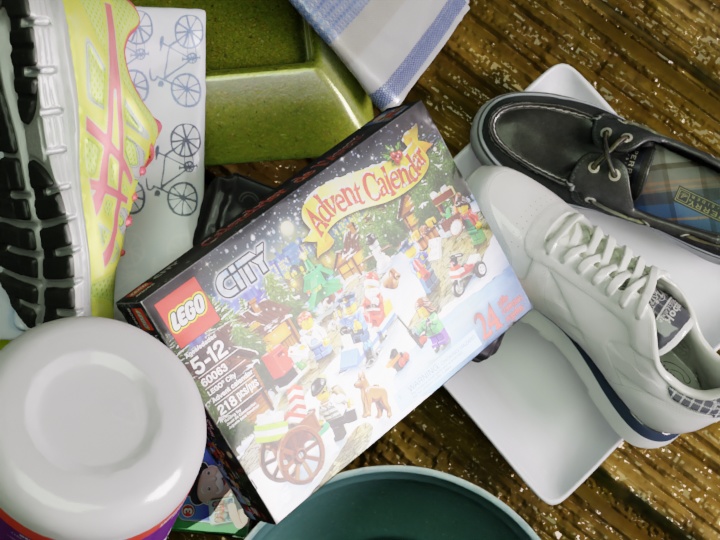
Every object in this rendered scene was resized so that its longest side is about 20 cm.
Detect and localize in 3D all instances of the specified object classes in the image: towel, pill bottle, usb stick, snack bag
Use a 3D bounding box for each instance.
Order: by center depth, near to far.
[{"bbox_3d":[-0.149,0.114,0.764,0.112,0.200,0.113,8,59,-13],"label":"pill bottle"},{"bbox_3d":[-0.179,-0.055,0.797,0.198,0.021,0.190,2,89,-22],"label":"snack bag"},{"bbox_3d":[0.000,0.000,0.852,0.199,0.033,0.056,21,79,-23],"label":"usb stick"},{"bbox_3d":[-0.021,-0.198,0.887,0.200,0.024,0.147,47,40,-13],"label":"towel"}]

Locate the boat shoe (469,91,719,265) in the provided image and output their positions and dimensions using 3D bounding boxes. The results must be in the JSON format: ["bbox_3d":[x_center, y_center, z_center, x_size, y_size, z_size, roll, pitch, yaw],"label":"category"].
[{"bbox_3d":[0.163,-0.060,0.890,0.199,0.057,0.069,21,81,1],"label":"boat shoe"}]

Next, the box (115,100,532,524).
[{"bbox_3d":[-0.013,0.019,0.794,0.200,0.038,0.137,-38,107,-26],"label":"box"}]

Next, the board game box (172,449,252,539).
[{"bbox_3d":[-0.123,0.056,0.906,0.133,0.029,0.202,6,82,0],"label":"board game box"}]

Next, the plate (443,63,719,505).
[{"bbox_3d":[0.121,0.007,0.923,0.199,0.032,0.200,-42,86,-7],"label":"plate"}]

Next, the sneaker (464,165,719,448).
[{"bbox_3d":[0.139,0.009,0.858,0.200,0.080,0.076,46,61,0],"label":"sneaker"}]

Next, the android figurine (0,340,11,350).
[{"bbox_3d":[-0.185,0.017,0.877,0.198,0.041,0.184,-7,78,15],"label":"android figurine"}]

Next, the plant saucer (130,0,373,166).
[{"bbox_3d":[-0.098,-0.159,0.896,0.198,0.048,0.201,-5,61,-5],"label":"plant saucer"}]

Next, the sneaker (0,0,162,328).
[{"bbox_3d":[-0.138,-0.052,0.765,0.090,0.078,0.202,-13,107,-42],"label":"sneaker"}]

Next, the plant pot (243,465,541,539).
[{"bbox_3d":[0.017,0.211,0.835,0.198,0.134,0.202,0,82,0],"label":"plant pot"}]
